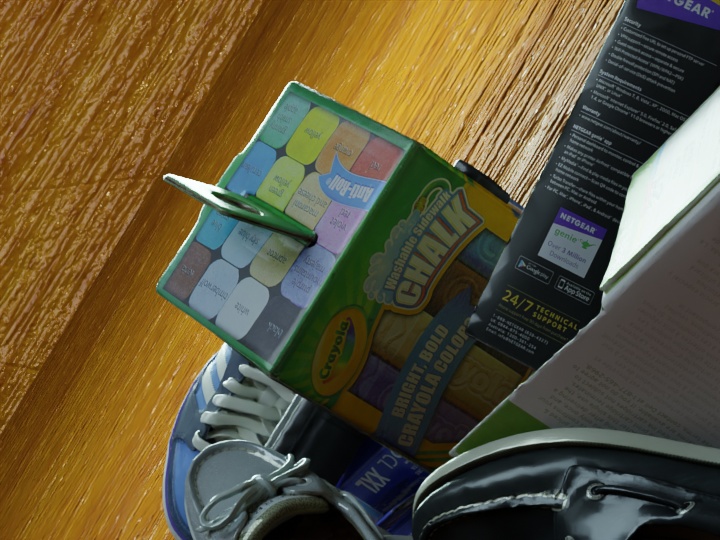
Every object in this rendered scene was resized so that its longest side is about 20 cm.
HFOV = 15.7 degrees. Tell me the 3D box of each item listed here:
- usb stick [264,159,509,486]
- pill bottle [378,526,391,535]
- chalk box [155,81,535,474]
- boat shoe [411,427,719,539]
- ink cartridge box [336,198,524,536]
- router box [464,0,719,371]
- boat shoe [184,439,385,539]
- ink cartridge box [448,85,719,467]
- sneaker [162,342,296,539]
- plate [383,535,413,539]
[{"bbox_3d":[0.010,0.037,1.319,0.033,0.055,0.200,32,89,37],"label":"usb stick"},{"bbox_3d":[-0.030,0.215,1.231,0.114,0.114,0.200,-51,14,30],"label":"pill bottle"},{"bbox_3d":[0.000,0.000,1.201,0.124,0.200,0.124,-56,36,-1],"label":"chalk box"},{"bbox_3d":[0.102,0.104,0.901,0.199,0.075,0.066,3,41,24],"label":"boat shoe"},{"bbox_3d":[0.044,0.075,1.381,0.136,0.076,0.200,-46,18,43],"label":"ink cartridge box"},{"bbox_3d":[0.129,-0.024,1.055,0.158,0.052,0.200,-64,-23,3],"label":"router box"},{"bbox_3d":[-0.020,0.129,1.141,0.074,0.065,0.202,-27,41,-12],"label":"boat shoe"},{"bbox_3d":[0.146,0.027,0.919,0.200,0.148,0.076,-47,15,41],"label":"ink cartridge box"},{"bbox_3d":[-0.048,0.057,1.389,0.200,0.080,0.146,-60,-3,-8],"label":"sneaker"},{"bbox_3d":[-0.002,0.197,1.128,0.201,0.199,0.026,-70,-26,-44],"label":"plate"}]
